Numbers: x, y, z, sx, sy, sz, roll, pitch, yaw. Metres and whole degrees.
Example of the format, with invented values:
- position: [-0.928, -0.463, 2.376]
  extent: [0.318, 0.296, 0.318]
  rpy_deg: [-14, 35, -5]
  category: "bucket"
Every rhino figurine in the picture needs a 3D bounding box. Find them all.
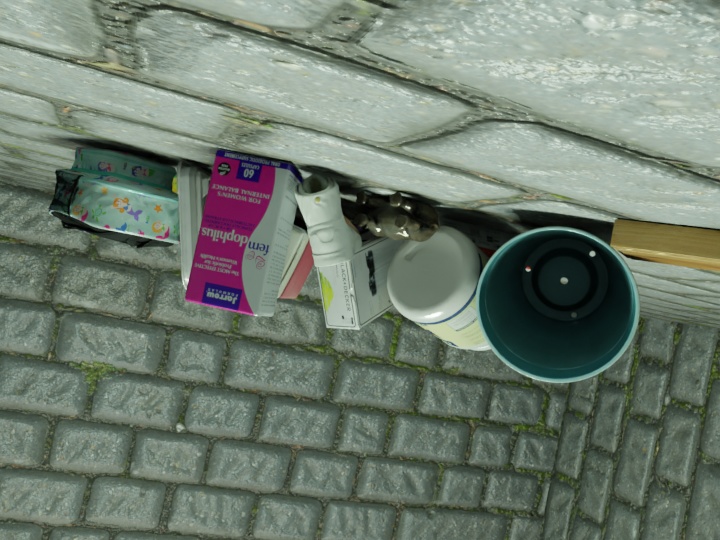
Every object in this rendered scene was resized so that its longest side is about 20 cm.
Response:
- position: [0.032, -0.078, 1.019]
  extent: [0.087, 0.060, 0.200]
  rpy_deg: [17, 177, -40]
  category: "rhino figurine"

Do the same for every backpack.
- position: [-0.371, -0.110, 1.105]
  extent: [0.200, 0.151, 0.177]
  rpy_deg: [22, -174, 43]
  category: "backpack"

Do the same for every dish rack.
- position: [-0.245, -0.066, 1.117]
  extent: [0.043, 0.201, 0.172]
  rpy_deg: [-2, 177, 3]
  category: "dish rack"

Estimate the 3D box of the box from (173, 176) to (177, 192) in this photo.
- position: [-0.304, -0.145, 1.315]
  extent: [0.200, 0.048, 0.117]
  rpy_deg: [10, 179, -20]
  category: "box"

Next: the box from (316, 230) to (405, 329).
- position: [0.017, 0.004, 1.080]
  extent: [0.060, 0.117, 0.200]
  rpy_deg: [0, -163, 32]
  category: "box"

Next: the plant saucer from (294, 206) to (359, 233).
- position: [-0.093, -0.070, 1.207]
  extent: [0.200, 0.037, 0.200]
  rpy_deg: [23, 158, 10]
  category: "plant saucer"

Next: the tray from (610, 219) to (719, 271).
- position: [0.400, -0.022, 0.800]
  extent: [0.200, 0.037, 0.099]
  rpy_deg: [11, 178, 32]
  category: "tray"

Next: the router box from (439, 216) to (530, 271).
- position: [0.193, 0.005, 1.186]
  extent: [0.200, 0.049, 0.180]
  rpy_deg: [11, 139, -11]
  category: "router box"

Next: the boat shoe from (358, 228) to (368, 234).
- position: [0.019, -0.054, 1.312]
  extent: [0.093, 0.075, 0.200]
  rpy_deg: [-13, 175, -14]
  category: "boat shoe"

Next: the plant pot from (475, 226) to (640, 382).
- position: [0.275, 0.030, 0.964]
  extent: [0.200, 0.201, 0.188]
  rpy_deg: [11, -168, 18]
  category: "plant pot"

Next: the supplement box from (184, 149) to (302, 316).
- position: [-0.151, -0.046, 0.928]
  extent: [0.101, 0.200, 0.103]
  rpy_deg: [11, 178, 5]
  category: "supplement box"

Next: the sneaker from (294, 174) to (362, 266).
- position: [-0.044, -0.078, 0.966]
  extent: [0.074, 0.116, 0.200]
  rpy_deg: [-13, -170, -1]
  category: "sneaker"

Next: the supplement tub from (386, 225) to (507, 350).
- position: [0.146, 0.035, 1.056]
  extent: [0.145, 0.145, 0.200]
  rpy_deg: [10, 164, 38]
  category: "supplement tub"

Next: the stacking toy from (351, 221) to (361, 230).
- position: [-0.028, -0.042, 1.389]
  extent: [0.085, 0.086, 0.200]
  rpy_deg: [11, -166, 6]
  category: "stacking toy"

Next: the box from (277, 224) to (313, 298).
- position: [-0.146, -0.030, 1.079]
  extent: [0.128, 0.109, 0.200]
  rpy_deg: [26, 180, 5]
  category: "box"
